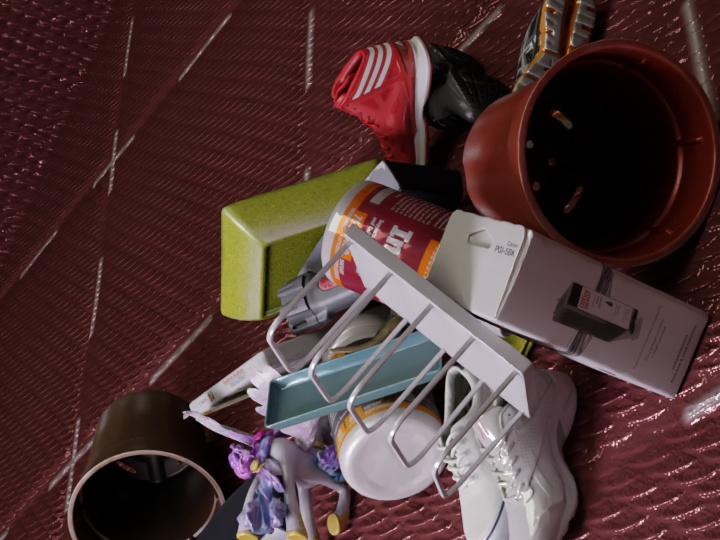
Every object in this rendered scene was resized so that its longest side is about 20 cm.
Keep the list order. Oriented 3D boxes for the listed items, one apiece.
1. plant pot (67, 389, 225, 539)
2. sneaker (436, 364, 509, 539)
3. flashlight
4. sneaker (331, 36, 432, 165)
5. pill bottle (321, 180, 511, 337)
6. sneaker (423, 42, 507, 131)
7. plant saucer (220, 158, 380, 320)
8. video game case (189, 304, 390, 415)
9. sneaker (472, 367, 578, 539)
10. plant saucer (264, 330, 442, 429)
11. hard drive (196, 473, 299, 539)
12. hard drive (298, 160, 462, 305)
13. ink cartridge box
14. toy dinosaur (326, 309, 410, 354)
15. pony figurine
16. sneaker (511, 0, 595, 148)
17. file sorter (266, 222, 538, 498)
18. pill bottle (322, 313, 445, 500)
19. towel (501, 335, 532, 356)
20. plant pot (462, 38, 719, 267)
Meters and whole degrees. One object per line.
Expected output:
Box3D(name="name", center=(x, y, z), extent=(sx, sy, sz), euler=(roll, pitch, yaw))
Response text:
Box3D(name="plant pot", center=(-0.279, 0.268, 2.083), extent=(0.200, 0.200, 0.198), euler=(-57, 20, 19))
Box3D(name="sneaker", center=(0.106, 0.181, 1.532), extent=(0.073, 0.071, 0.200), euler=(-45, 33, 38))
Box3D(name="flashlight", center=(0.000, 0.000, 1.722), extent=(0.200, 0.068, 0.068), euler=(-23, 17, 29))
Box3D(name="sneaker", center=(0.018, -0.177, 1.868), extent=(0.078, 0.115, 0.200), euler=(-127, 33, -59))
Box3D(name="pill bottle", center=(0.070, -0.008, 1.581), extent=(0.200, 0.113, 0.113), euler=(21, 87, 24))
Box3D(name="sneaker", center=(0.114, -0.199, 1.862), extent=(0.200, 0.076, 0.091), euler=(-112, 41, -66))
Box3D(name="plant saucer", center=(-0.062, -0.021, 1.847), extent=(0.048, 0.199, 0.200), euler=(58, 157, 33))
Box3D(name="video game case", center=(-0.078, 0.103, 1.840), extent=(0.182, 0.200, 0.023), euler=(-37, 77, 49))
Box3D(name="sneaker", center=(0.139, 0.170, 1.443), extent=(0.078, 0.099, 0.200), euler=(-40, 36, 43))
Box3D(name="plant saucer", center=(-0.005, 0.112, 1.620), extent=(0.200, 0.019, 0.070), euler=(-19, 37, 18))
Box3D(name="hard drive", center=(-0.140, 0.325, 1.919), extent=(0.200, 0.042, 0.135), euler=(-48, 31, 33))
Box3D(name="hard drive", center=(0.024, -0.036, 1.799), extent=(0.200, 0.135, 0.042), euler=(-53, 51, 31))
Box3D(name="ink cartridge box", center=(0.174, 0.028, 1.379), extent=(0.147, 0.200, 0.083), euler=(20, 87, 65))
Box3D(name="toy dinosaur", center=(0.059, 0.041, 1.679), extent=(0.088, 0.048, 0.200), euler=(-7, 24, 47))
Box3D(name="pony figurine", center=(-0.085, 0.205, 1.758), extent=(0.166, 0.193, 0.200), euler=(-25, 51, 41))
Box3D(name="sneaker", center=(0.199, -0.206, 1.696), extent=(0.077, 0.078, 0.200), euler=(145, 146, -69))
Box3D(name="file sorter", center=(0.037, 0.085, 1.376), extent=(0.125, 0.200, 0.139), euler=(-49, -19, -10))
Box3D(name="pill bottle", center=(0.019, 0.139, 1.685), extent=(0.116, 0.116, 0.200), euler=(-55, 28, 23))
Box3D(name="towel", center=(0.135, 0.045, 1.660), extent=(0.086, 0.018, 0.200), euler=(-66, 25, 9))
Box3D(name="plant pot", center=(0.199, -0.102, 1.479), extent=(0.201, 0.200, 0.195), euler=(-69, 17, -7))
